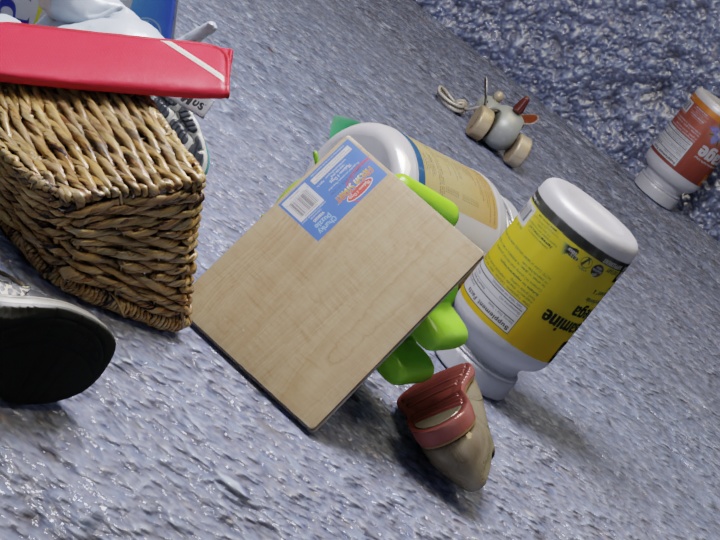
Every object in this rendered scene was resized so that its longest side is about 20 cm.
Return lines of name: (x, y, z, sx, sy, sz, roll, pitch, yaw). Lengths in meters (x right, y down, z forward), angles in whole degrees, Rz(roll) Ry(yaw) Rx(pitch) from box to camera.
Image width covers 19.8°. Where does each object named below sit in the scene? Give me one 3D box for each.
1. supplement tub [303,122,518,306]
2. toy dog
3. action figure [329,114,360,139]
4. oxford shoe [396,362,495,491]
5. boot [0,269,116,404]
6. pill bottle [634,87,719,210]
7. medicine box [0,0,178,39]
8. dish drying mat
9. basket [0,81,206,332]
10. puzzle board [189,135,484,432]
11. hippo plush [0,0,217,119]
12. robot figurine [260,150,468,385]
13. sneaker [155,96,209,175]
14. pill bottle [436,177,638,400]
supplement tub: (0.051, -0.048, 2.014, 0.200, 0.145, 0.145, 24, 20, -44)
toy dog: (0.207, -0.234, 3.027, 0.132, 0.096, 0.200, 28, 18, -34)
action figure: (-0.010, -0.090, 2.175, 0.118, 0.055, 0.200, 38, 22, -4)
oxford shoe: (0.075, 0.132, 1.730, 0.075, 0.070, 0.200, 63, 10, -10)
boot: (-0.256, 0.004, 1.282, 0.203, 0.074, 0.154, 17, 23, -52)
pill bottle: (0.571, -0.208, 3.600, 0.112, 0.200, 0.112, 34, 16, -11)
medicine box: (-0.259, -0.299, 1.835, 0.199, 0.183, 0.103, 4, 24, -12)
dish drying mat: (-0.197, -0.160, 1.571, 0.199, 0.018, 0.077, 6, 36, -5)
basket: (-0.217, -0.051, 1.558, 0.142, 0.150, 0.200, -11, 40, -25)
puzzle board: (-0.023, 0.009, 1.619, 0.151, 0.200, 0.017, 41, -17, 14)
hippo plush: (-0.246, -0.148, 1.703, 0.200, 0.160, 0.160, 30, 40, 31)
robot figurine: (0.000, 0.000, 1.697, 0.200, 0.176, 0.116, 50, 22, 17)
sneaker: (-0.194, -0.143, 1.871, 0.200, 0.078, 0.080, 47, 9, 31)
pill bottle: (0.162, 0.021, 1.958, 0.112, 0.200, 0.113, 34, 16, -11)
